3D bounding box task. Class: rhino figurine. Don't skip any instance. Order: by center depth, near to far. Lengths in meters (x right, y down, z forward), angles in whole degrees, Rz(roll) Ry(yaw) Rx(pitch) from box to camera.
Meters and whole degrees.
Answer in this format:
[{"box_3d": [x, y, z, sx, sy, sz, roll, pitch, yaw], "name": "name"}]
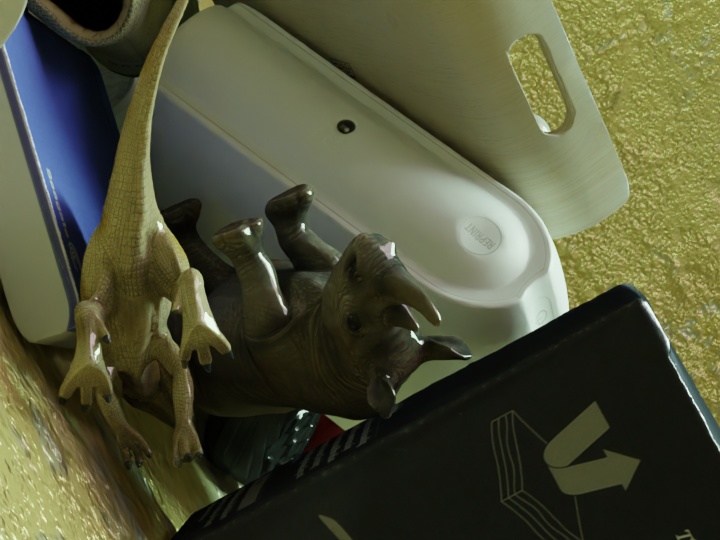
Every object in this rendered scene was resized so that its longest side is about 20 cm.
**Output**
[{"box_3d": [-0.022, 0.016, 0.970, 0.200, 0.060, 0.088, -2, -66, 59], "name": "rhino figurine"}]

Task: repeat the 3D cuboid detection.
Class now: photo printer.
[{"box_3d": [0.000, 0.000, 1.081, 0.200, 0.069, 0.167, 37, -28, 19], "name": "photo printer"}]

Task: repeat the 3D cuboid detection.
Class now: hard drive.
[{"box_3d": [-0.116, -0.034, 1.012, 0.200, 0.025, 0.132, 31, 42, -83], "name": "hard drive"}]

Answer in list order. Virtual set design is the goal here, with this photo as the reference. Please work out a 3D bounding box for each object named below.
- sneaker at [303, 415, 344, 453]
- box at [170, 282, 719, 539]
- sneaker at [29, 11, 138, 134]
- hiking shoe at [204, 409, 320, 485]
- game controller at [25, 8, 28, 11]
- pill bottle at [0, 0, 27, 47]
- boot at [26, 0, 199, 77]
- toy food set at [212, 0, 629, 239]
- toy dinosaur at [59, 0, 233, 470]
[{"box_3d": [-0.038, 0.064, 1.339, 0.116, 0.078, 0.200, 46, 1, -1], "name": "sneaker"}, {"box_3d": [0.061, 0.137, 0.946, 0.197, 0.200, 0.117, 62, 4, -1], "name": "box"}, {"box_3d": [-0.113, -0.084, 1.243, 0.118, 0.074, 0.201, 58, 9, -38], "name": "sneaker"}, {"box_3d": [-0.058, 0.035, 1.222, 0.101, 0.076, 0.200, 25, 22, 1], "name": "hiking shoe"}, {"box_3d": [-0.187, -0.161, 1.054, 0.200, 0.042, 0.104, 57, 6, -45], "name": "game controller"}, {"box_3d": [-0.153, -0.137, 0.781, 0.113, 0.112, 0.200, 58, 5, -41], "name": "pill bottle"}, {"box_3d": [-0.132, -0.174, 1.042, 0.200, 0.072, 0.155, 64, 4, 1], "name": "boot"}, {"box_3d": [0.013, -0.100, 1.065, 0.200, 0.060, 0.144, 20, -33, 45], "name": "toy food set"}, {"box_3d": [-0.080, 0.000, 0.902, 0.101, 0.058, 0.200, -104, -166, -47], "name": "toy dinosaur"}]
